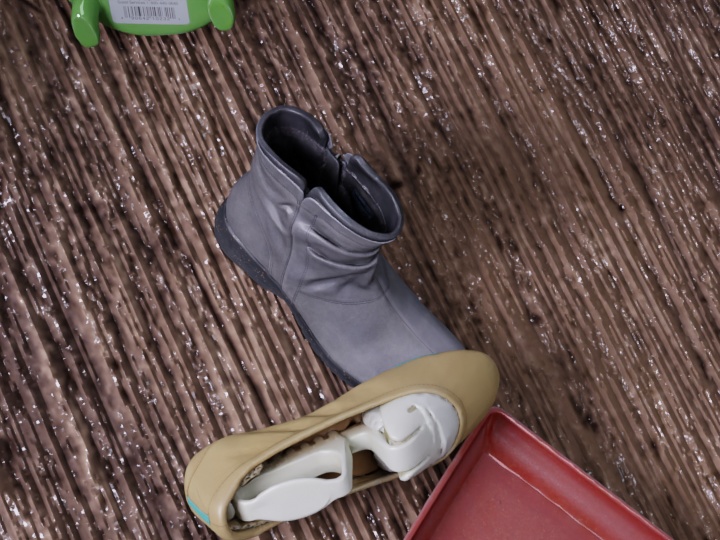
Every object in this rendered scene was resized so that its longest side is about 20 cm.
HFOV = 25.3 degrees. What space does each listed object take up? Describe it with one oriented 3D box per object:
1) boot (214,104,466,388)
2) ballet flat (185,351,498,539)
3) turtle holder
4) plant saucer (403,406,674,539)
[{"bbox_3d":[0.000,0.000,0.959,0.200,0.132,0.070,38,61,-2],"label":"boot"},{"bbox_3d":[-0.002,0.107,0.928,0.199,0.063,0.069,-22,117,-10],"label":"ballet flat"},{"bbox_3d":[-0.141,-0.240,0.987,0.186,0.140,0.132,48,34,-39],"label":"turtle holder"},{"bbox_3d":[0.104,0.218,0.964,0.200,0.037,0.200,37,62,-2],"label":"plant saucer"}]
